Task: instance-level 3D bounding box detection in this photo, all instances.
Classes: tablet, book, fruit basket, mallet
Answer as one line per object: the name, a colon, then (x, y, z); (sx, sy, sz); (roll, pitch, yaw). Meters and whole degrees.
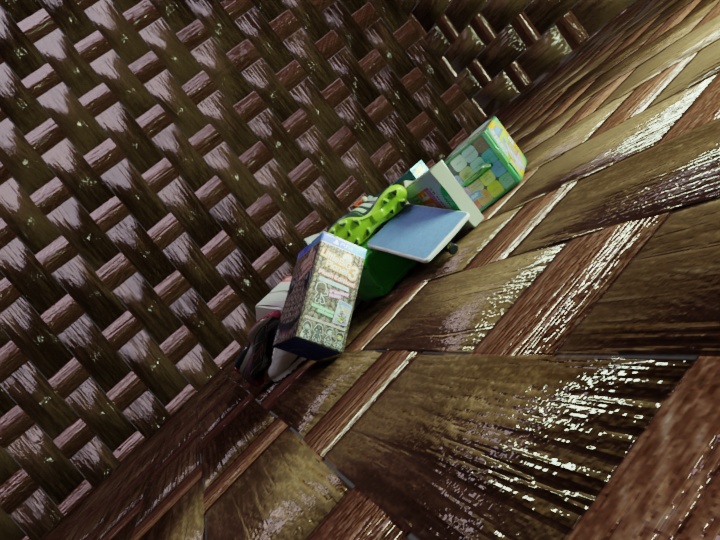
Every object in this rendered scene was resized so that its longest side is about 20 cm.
tablet: (0.105, -0.074, 1.060); (0.130, 0.014, 0.198); (-46, 30, -16)
book: (0.162, -0.137, 1.118); (0.048, 0.134, 0.200); (-40, 4, -10)
fruit basket: (0.034, -0.054, 1.226); (0.213, 0.157, 0.217); (-32, 21, 13)
mallet: (0.157, -0.063, 1.059); (0.067, 0.041, 0.200); (-58, 10, -1)

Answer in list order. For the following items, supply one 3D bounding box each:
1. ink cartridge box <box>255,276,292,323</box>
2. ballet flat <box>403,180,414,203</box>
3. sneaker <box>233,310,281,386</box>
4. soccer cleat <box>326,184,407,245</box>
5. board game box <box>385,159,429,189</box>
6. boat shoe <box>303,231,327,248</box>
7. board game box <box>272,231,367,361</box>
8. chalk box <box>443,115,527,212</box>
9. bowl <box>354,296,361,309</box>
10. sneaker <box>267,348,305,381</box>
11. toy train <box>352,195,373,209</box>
ink cartridge box: (-0.186, 0.119, 1.419); (0.080, 0.151, 0.200); (4, 20, 15)
ballet flat: (0.095, -0.115, 1.308); (0.069, 0.068, 0.206); (-127, 54, -84)
sneaker: (-0.221, 0.177, 1.291); (0.080, 0.074, 0.203); (-21, -36, -55)
soccer cleat: (0.012, -0.108, 1.155); (0.197, 0.068, 0.081); (-33, 14, 4)
board game box: (0.148, -0.180, 1.440); (0.047, 0.152, 0.199); (-40, 5, -20)
boat shoe: (-0.080, 0.021, 1.214); (0.065, 0.206, 0.073); (-13, -4, -21)
board game box: (-0.080, 0.055, 1.072); (0.159, 0.095, 0.205); (-30, 43, 62)
chalk box: (0.245, -0.204, 1.116); (0.123, 0.125, 0.200); (-36, 9, 32)
bowl: (-0.099, 0.098, 1.334); (0.200, 0.095, 0.201); (-41, 7, 6)
sneaker: (-0.158, 0.172, 1.232); (0.200, 0.080, 0.077); (-46, 6, 37)
toy train: (-0.030, -0.087, 1.369); (0.202, 0.054, 0.152); (-55, -27, -27)
